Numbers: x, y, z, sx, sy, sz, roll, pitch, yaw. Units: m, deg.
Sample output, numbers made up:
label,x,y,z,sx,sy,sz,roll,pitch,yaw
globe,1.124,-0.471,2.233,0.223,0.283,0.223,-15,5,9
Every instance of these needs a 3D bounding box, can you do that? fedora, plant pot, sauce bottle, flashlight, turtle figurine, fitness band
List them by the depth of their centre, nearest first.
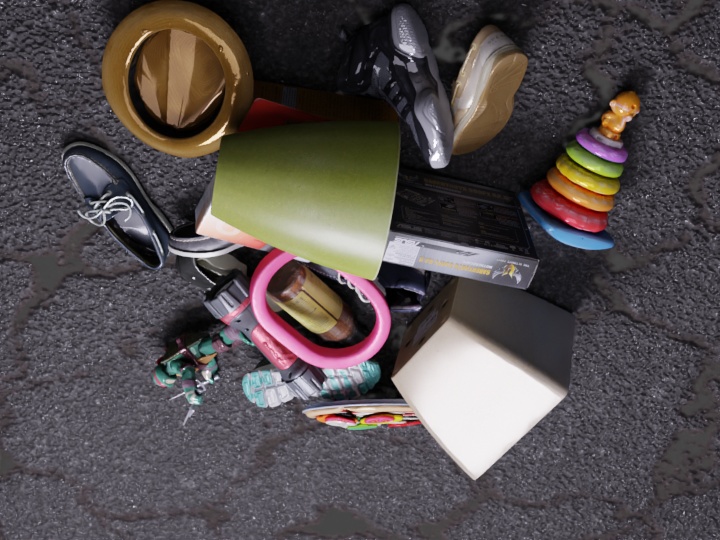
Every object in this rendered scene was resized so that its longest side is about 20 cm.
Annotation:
label,x,y,z,sx,sy,sz,roll,pitch,yaw
plant pot,-0.069,-0.095,1.477,0.199,0.187,0.187,8,126,-5
fedora,-0.213,-0.239,1.538,0.200,0.082,0.201,5,121,8
fitness band,-0.050,0.046,1.641,0.144,0.037,0.200,-43,117,13
flashlight,-0.122,0.089,1.693,0.068,0.068,0.200,-30,111,30
plant pot,0.158,0.122,1.739,0.177,0.200,0.200,37,120,-8
sauce bottle,-0.053,0.057,1.746,0.066,0.066,0.200,-26,136,19
turtle figurine,-0.224,0.130,1.788,0.200,0.150,0.101,-35,101,18

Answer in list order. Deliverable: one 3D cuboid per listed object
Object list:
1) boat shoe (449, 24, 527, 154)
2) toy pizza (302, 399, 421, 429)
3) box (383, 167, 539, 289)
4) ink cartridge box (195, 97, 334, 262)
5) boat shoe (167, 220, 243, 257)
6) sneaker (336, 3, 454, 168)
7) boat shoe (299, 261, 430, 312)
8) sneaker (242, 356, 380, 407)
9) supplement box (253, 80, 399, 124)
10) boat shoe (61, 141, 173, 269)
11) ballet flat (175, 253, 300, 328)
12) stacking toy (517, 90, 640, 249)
label,x,y,z,sx,sy,sz,roll,pitch,yaw
boat shoe,0.146,-0.220,1.553,0.074,0.069,0.200,-16,154,-25
toy pizza,0.017,0.207,1.817,0.200,0.032,0.200,-1,170,0
box,0.113,-0.057,1.607,0.200,0.159,0.048,11,124,-14
ink cartridge box,-0.094,-0.105,1.567,0.162,0.050,0.200,15,134,-24
boat shoe,-0.158,-0.064,1.675,0.199,0.074,0.060,-7,126,3
sneaker,0.040,-0.213,1.540,0.114,0.075,0.200,-14,98,22
boat shoe,0.000,0.000,1.704,0.199,0.093,0.075,7,126,-4
sneaker,-0.066,0.136,1.805,0.199,0.091,0.078,-4,117,15
supplement box,-0.053,-0.182,1.591,0.199,0.069,0.067,7,129,-7
boat shoe,-0.321,-0.082,1.673,0.075,0.062,0.200,-23,122,20
ballet flat,-0.158,0.021,1.733,0.200,0.068,0.068,26,148,-17
stacking toy,0.294,-0.138,1.601,0.116,0.110,0.200,12,116,-26
